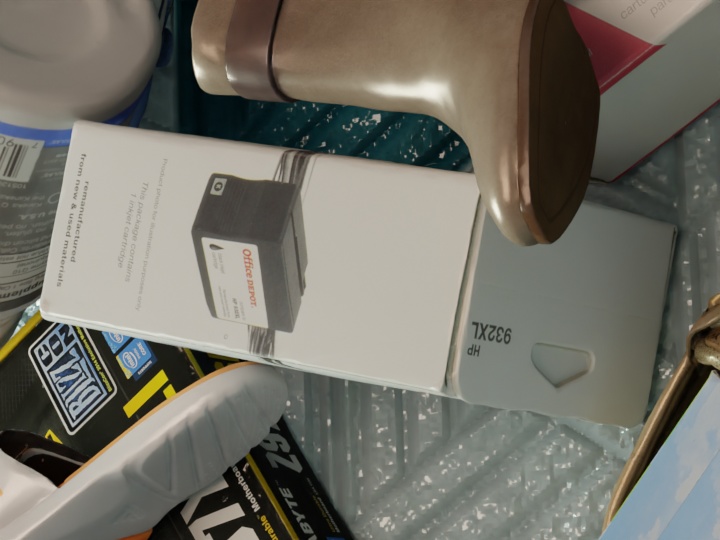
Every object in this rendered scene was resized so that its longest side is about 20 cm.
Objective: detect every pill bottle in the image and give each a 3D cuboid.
[{"bbox_3d":[-0.165,-0.050,1.180,0.114,0.114,0.200,61,144,25],"label":"pill bottle"}]

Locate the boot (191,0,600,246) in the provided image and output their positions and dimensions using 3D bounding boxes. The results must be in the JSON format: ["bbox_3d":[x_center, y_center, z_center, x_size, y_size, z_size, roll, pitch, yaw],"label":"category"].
[{"bbox_3d":[0.010,-0.080,0.991,0.146,0.070,0.200,-5,44,18],"label":"boot"}]

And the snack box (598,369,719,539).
[{"bbox_3d":[0.142,0.124,0.928,0.068,0.200,0.169,42,110,32],"label":"snack box"}]

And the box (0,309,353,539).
[{"bbox_3d":[-0.098,0.110,1.201,0.160,0.049,0.200,-43,62,22],"label":"box"}]

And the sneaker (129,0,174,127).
[{"bbox_3d":[-0.107,-0.129,1.229,0.074,0.082,0.200,24,118,24],"label":"sneaker"}]

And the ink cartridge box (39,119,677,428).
[{"bbox_3d":[0.000,0.000,1.082,0.200,0.145,0.084,10,89,36],"label":"ink cartridge box"}]

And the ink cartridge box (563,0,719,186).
[{"bbox_3d":[0.086,-0.157,1.078,0.146,0.083,0.200,-39,64,26],"label":"ink cartridge box"}]

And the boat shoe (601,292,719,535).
[{"bbox_3d":[0.155,0.033,1.014,0.071,0.064,0.200,35,105,34],"label":"boat shoe"}]

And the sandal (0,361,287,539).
[{"bbox_3d":[-0.117,0.085,1.147,0.207,0.079,0.059,-37,62,18],"label":"sandal"}]
